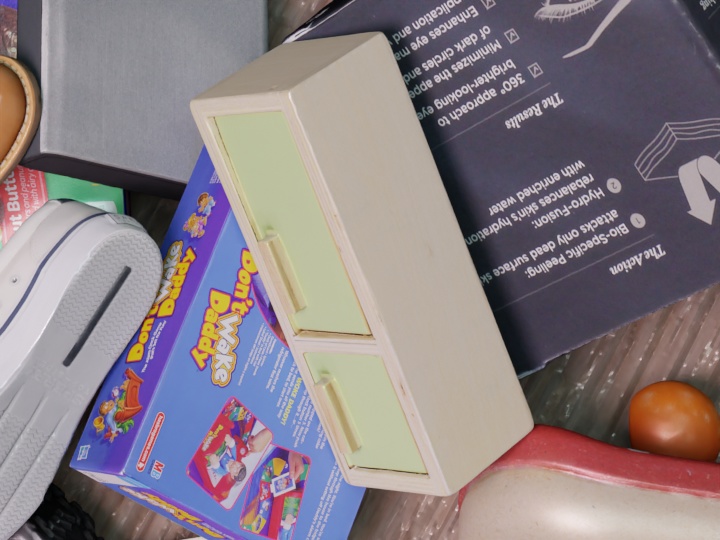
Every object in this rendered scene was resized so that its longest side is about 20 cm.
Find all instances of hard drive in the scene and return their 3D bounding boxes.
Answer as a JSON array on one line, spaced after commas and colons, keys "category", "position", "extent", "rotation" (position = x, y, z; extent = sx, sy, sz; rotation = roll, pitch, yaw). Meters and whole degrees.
[{"category": "hard drive", "position": [-0.103, -0.139, 1.053], "extent": [0.139, 0.033, 0.201], "rotation": [11, 73, -44]}]

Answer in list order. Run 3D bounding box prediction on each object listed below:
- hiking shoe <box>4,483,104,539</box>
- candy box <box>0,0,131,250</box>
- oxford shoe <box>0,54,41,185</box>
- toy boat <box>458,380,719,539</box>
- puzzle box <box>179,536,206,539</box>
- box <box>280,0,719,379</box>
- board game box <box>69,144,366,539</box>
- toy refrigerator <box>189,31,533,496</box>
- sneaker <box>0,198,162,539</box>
[{"category": "hiking shoe", "position": [-0.203, 0.131, 1.052], "extent": [0.200, 0.076, 0.101], "rotation": [37, 98, 20]}, {"category": "candy box", "position": [-0.214, -0.048, 1.072], "extent": [0.198, 0.077, 0.170], "rotation": [-5, 81, -3]}, {"category": "oxford shoe", "position": [-0.234, -0.037, 0.976], "extent": [0.199, 0.071, 0.072], "rotation": [-29, 75, 7]}, {"category": "toy boat", "position": [0.147, 0.111, 1.061], "extent": [0.199, 0.131, 0.131], "rotation": [9, 51, -2]}, {"category": "puzzle box", "position": [-0.063, 0.227, 1.068], "extent": [0.132, 0.025, 0.201], "rotation": [-8, 82, -4]}, {"category": "box", "position": [0.106, -0.086, 1.004], "extent": [0.200, 0.196, 0.117], "rotation": [55, 43, -9]}, {"category": "board game box", "position": [-0.038, 0.030, 1.037], "extent": [0.134, 0.045, 0.201], "rotation": [34, 69, -35]}, {"category": "toy refrigerator", "position": [0.000, 0.000, 0.991], "extent": [0.070, 0.076, 0.201], "rotation": [-35, 113, -35]}, {"category": "sneaker", "position": [-0.167, 0.056, 0.996], "extent": [0.200, 0.071, 0.073], "rotation": [-53, 131, -9]}]
